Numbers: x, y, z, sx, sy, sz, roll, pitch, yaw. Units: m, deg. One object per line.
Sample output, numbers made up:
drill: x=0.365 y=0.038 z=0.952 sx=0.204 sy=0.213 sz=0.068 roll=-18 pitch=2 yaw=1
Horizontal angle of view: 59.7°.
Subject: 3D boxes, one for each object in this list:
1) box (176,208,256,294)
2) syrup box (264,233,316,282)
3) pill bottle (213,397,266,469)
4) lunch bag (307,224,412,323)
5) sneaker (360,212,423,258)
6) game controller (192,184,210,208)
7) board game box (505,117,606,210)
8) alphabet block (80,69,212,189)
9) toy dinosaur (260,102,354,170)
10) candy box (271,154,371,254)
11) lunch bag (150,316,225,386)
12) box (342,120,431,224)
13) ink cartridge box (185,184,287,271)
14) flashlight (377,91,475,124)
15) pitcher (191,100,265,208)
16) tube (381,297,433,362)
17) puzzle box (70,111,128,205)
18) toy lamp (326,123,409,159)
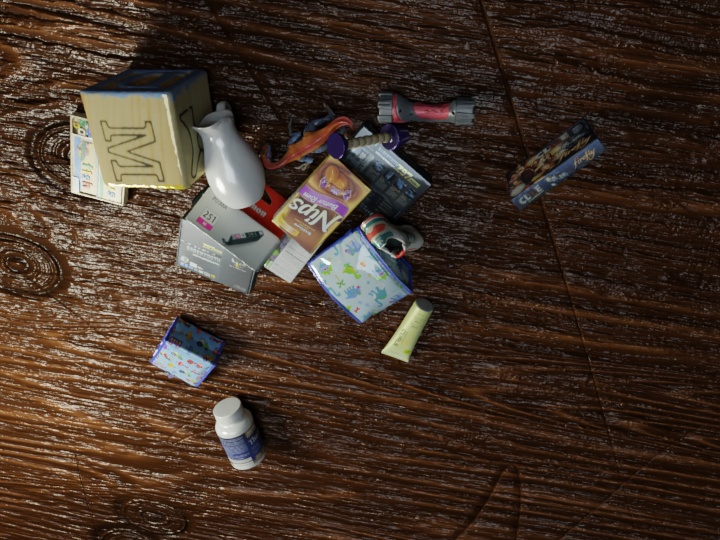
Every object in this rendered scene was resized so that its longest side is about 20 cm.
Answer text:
box: x=-0.338 y=-0.044 z=1.510 sx=0.199 sy=0.051 sz=0.158 roll=23 pitch=132 yaw=-1
syrup box: x=-0.138 y=-0.074 z=1.484 sx=0.081 sy=0.079 sz=0.200 roll=33 pitch=119 yaw=-12
pill bottle: x=-0.354 y=0.470 z=1.820 sx=0.111 sy=0.111 sz=0.201 roll=-8 pitch=120 yaw=12
lunch bag: x=0.000 y=0.000 z=1.484 sx=0.170 sy=0.128 sz=0.200 roll=-35 pitch=121 yaw=24
sneaker: x=0.084 y=-0.059 z=1.411 sx=0.070 sy=0.094 sz=0.199 roll=-41 pitch=146 yaw=23
game controller: x=-0.311 y=-0.118 z=1.511 sx=0.104 sy=0.042 sz=0.200 roll=-30 pitch=113 yaw=38
board game box: x=0.396 y=-0.221 z=1.295 sx=0.200 sy=0.136 sz=0.035 roll=-37 pitch=110 yaw=24
alphabet block: x=-0.429 y=-0.300 z=1.315 sx=0.196 sy=0.196 sz=0.201 roll=4 pitch=120 yaw=12
toy dinosaur: x=-0.127 y=-0.276 z=1.328 sx=0.181 sy=0.200 sz=0.105 roll=-36 pitch=97 yaw=-9
candy box: x=-0.084 y=-0.147 z=1.366 sx=0.117 sy=0.057 sz=0.200 roll=41 pitch=106 yaw=-14
lunch bag: x=-0.487 y=0.245 z=1.725 sx=0.150 sy=0.094 sz=0.200 roll=31 pitch=129 yaw=-14
box: x=0.035 y=-0.209 z=1.398 sx=0.200 sy=0.051 sz=0.158 roll=37 pitch=119 yaw=-14
ink cartridge box: x=-0.262 y=-0.125 z=1.418 sx=0.200 sy=0.044 sz=0.174 roll=37 pitch=88 yaw=0
flashlight: x=0.136 y=-0.336 z=1.300 sx=0.199 sy=0.068 sz=0.068 roll=3 pitch=118 yaw=7
pitcher: x=-0.275 y=-0.251 z=1.347 sx=0.121 sy=0.172 sz=0.201 roll=-10 pitch=124 yaw=12
tube: x=0.126 y=0.159 z=1.611 sx=0.058 sy=0.052 sz=0.200 roll=47 pitch=131 yaw=26
puzzle box: x=-0.608 y=-0.257 z=1.466 sx=0.133 sy=0.025 sz=0.201 roll=14 pitch=121 yaw=-2
toy lamp: x=0.022 y=-0.264 z=1.273 sx=0.058 sy=0.200 sz=0.058 roll=23 pitch=122 yaw=42
